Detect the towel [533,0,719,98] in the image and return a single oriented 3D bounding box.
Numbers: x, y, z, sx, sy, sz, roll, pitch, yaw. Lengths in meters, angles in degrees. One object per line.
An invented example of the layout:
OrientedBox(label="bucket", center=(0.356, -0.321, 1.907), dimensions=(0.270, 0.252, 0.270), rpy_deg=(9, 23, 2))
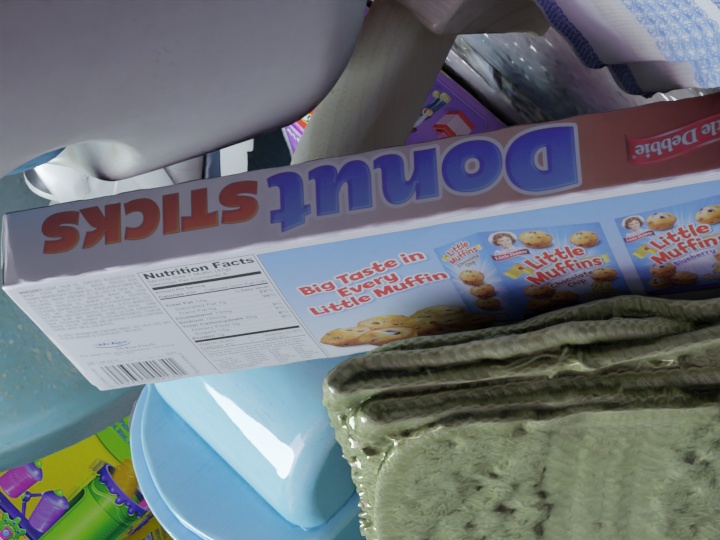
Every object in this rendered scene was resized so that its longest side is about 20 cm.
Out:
OrientedBox(label="towel", center=(0.054, -0.101, 0.616), dimensions=(0.147, 0.024, 0.200), rpy_deg=(49, 168, -10))

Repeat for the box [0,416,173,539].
OrientedBox(label="box", center=(-0.138, 0.029, 1.340), dimensions=(0.200, 0.193, 0.122), rpy_deg=(45, 169, 10))

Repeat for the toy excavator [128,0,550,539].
OrientedBox(label="toy excavator", center=(0.000, 0.000, 0.808), dimensions=(0.100, 0.195, 0.200), rpy_deg=(43, -179, 22))

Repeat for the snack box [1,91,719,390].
OrientedBox(label="snack box", center=(0.015, -0.006, 0.713), dimensions=(0.072, 0.199, 0.024), rpy_deg=(57, -153, -60))

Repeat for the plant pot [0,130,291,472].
OrientedBox(label="plant pot", center=(-0.133, -0.024, 1.121), dimensions=(0.196, 0.200, 0.196), rpy_deg=(47, 169, 0))

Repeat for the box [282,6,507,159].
OrientedBox(label="box", center=(0.054, 0.006, 0.939), dimensions=(0.200, 0.039, 0.137), rpy_deg=(42, 167, 22))

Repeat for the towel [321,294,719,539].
OrientedBox(label="towel", center=(0.070, 0.064, 0.784), dimensions=(0.200, 0.148, 0.037), rpy_deg=(79, -174, -58))

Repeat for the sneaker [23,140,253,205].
OrientedBox(label="sneaker", center=(-0.080, -0.069, 0.948), dimensions=(0.076, 0.080, 0.200), rpy_deg=(-108, 14, -46))

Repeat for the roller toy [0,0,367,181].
OrientedBox(label="roller toy", center=(-0.092, -0.109, 0.694), dimensions=(0.183, 0.139, 0.200), rpy_deg=(56, 155, 38))
